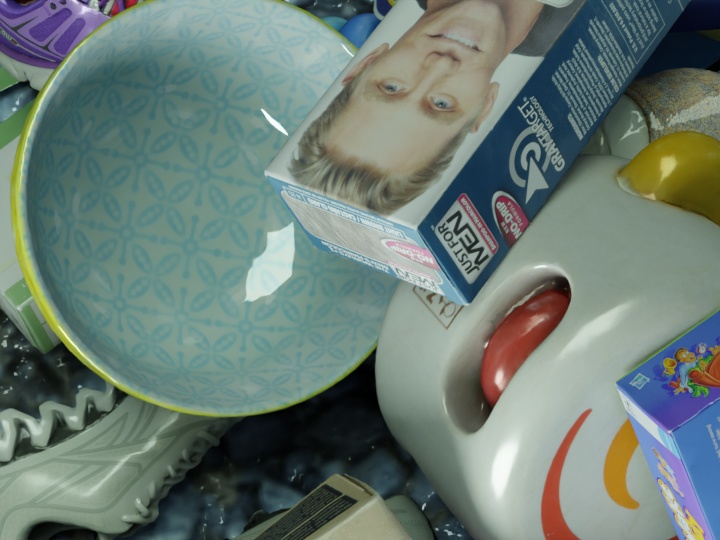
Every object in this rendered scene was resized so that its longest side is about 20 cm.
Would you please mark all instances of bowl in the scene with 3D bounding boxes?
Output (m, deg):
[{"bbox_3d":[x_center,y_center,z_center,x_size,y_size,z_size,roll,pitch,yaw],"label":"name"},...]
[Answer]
[{"bbox_3d":[-0.080,-0.028,1.278,0.199,0.108,0.201,2,86,-22],"label":"bowl"}]

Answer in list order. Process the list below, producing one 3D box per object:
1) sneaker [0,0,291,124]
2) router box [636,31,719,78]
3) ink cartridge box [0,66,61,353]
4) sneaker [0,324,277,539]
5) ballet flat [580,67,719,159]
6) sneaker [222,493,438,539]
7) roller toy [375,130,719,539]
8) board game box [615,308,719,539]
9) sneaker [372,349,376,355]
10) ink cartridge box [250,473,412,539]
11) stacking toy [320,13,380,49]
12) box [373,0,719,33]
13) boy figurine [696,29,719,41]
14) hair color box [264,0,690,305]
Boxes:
[{"bbox_3d":[-0.118,-0.127,1.356,0.199,0.084,0.081,10,56,27],"label":"sneaker"},{"bbox_3d":[0.112,-0.154,1.436,0.149,0.051,0.200,-36,64,-10],"label":"router box"},{"bbox_3d":[-0.164,-0.062,1.408,0.145,0.048,0.200,-38,51,-11],"label":"ink cartridge box"},{"bbox_3d":[-0.111,0.090,1.338,0.199,0.075,0.081,-25,69,4],"label":"sneaker"},{"bbox_3d":[0.099,-0.051,1.321,0.200,0.067,0.068,-20,79,44],"label":"ballet flat"},{"bbox_3d":[-0.054,0.158,1.294,0.199,0.074,0.080,-10,50,-2],"label":"sneaker"},{"bbox_3d":[0.106,0.044,1.247,0.182,0.201,0.140,-19,42,-20],"label":"roller toy"},{"bbox_3d":[0.206,0.091,1.207,0.134,0.200,0.045,-33,39,-10],"label":"board game box"},{"bbox_3d":[0.000,0.000,1.362,0.199,0.071,0.083,7,70,16],"label":"sneaker"},{"bbox_3d":[-0.008,0.219,1.188,0.165,0.075,0.200,-38,100,-10],"label":"ink cartridge box"},{"bbox_3d":[0.030,-0.102,1.370,0.199,0.085,0.086,-9,59,27],"label":"stacking toy"},{"bbox_3d":[0.108,-0.170,1.321,0.199,0.032,0.122,-3,59,8],"label":"box"},{"bbox_3d":[0.187,-0.165,1.364,0.199,0.064,0.125,-18,77,0],"label":"boy figurine"},{"bbox_3d":[0.058,-0.089,1.218,0.100,0.061,0.200,20,66,41],"label":"hair color box"}]
